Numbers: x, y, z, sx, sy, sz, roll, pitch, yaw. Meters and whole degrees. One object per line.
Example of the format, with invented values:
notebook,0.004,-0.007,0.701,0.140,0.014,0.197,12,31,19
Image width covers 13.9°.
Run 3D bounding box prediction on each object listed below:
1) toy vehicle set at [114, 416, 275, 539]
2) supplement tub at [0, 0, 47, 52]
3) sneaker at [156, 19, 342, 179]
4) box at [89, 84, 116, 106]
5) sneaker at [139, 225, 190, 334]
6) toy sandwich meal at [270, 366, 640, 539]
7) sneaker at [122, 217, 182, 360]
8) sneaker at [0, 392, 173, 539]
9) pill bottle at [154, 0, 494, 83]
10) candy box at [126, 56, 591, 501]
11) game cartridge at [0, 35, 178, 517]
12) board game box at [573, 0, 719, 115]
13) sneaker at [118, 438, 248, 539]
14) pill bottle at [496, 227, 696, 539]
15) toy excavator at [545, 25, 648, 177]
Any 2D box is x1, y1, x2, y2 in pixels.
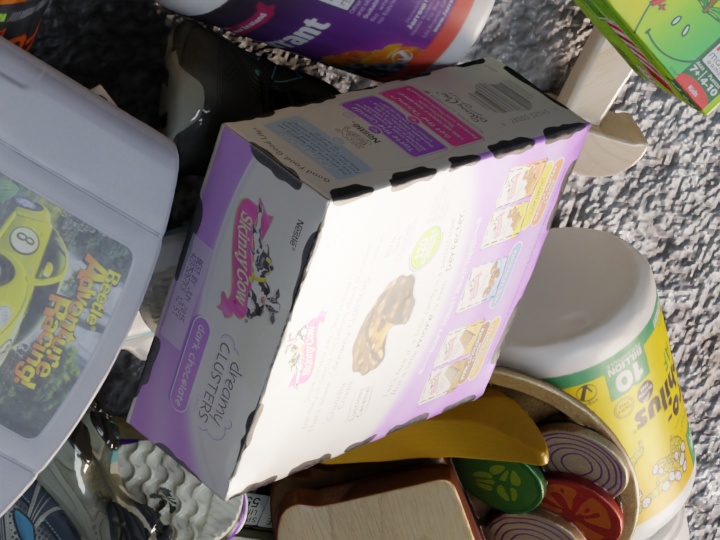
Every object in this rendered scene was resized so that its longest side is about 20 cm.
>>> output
toy vehicle set,-0.074,0.151,1.625,0.200,0.027,0.124,11,112,-34
supplement tub,-0.201,-0.108,1.332,0.107,0.107,0.200,2,128,-31
sneaker,-0.046,-0.076,1.404,0.079,0.200,0.075,6,91,10
box,-0.188,0.007,1.352,0.200,0.060,0.117,-35,172,-19
sneaker,-0.062,-0.007,1.476,0.074,0.082,0.200,-23,162,17
toy sandwich meal,0.048,0.131,1.574,0.205,0.070,0.205,5,131,6
sneaker,-0.177,0.032,1.466,0.200,0.070,0.080,-13,127,-23
sneaker,-0.142,0.135,1.422,0.086,0.200,0.078,-28,167,20
pill bottle,-0.040,-0.164,1.394,0.200,0.111,0.111,17,109,-35
candy box,0.000,0.000,1.388,0.200,0.072,0.168,-18,136,-49
game cartridge,-0.164,0.008,1.275,0.133,0.041,0.200,31,81,-30
board game box,0.108,-0.171,1.442,0.048,0.102,0.200,-43,111,0
sneaker,-0.152,0.114,1.503,0.200,0.100,0.070,9,81,8
pill bottle,0.125,0.084,1.641,0.113,0.113,0.200,-27,128,-13
toy excavator,0.191,-0.152,1.559,0.200,0.100,0.195,-7,124,-9
